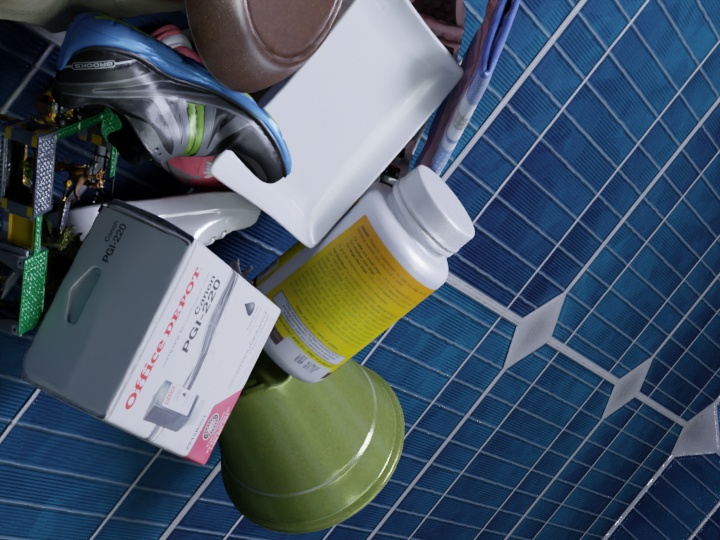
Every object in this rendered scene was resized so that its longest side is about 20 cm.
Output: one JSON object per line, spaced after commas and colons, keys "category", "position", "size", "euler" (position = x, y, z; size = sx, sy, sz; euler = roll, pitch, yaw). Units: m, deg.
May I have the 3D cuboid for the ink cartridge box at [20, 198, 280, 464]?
{"category": "ink cartridge box", "position": [-0.152, 0.052, 1.189], "size": [0.147, 0.084, 0.200], "euler": [-64, 157, -8]}

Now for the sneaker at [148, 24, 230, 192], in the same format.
{"category": "sneaker", "position": [-0.124, -0.105, 1.252], "size": [0.074, 0.087, 0.201], "euler": [-43, 153, -9]}

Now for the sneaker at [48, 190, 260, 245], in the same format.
{"category": "sneaker", "position": [-0.163, -0.018, 1.292], "size": [0.198, 0.072, 0.086], "euler": [-11, 92, -40]}

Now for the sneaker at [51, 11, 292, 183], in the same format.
{"category": "sneaker", "position": [-0.130, -0.107, 1.093], "size": [0.199, 0.071, 0.083], "euler": [26, 96, -40]}

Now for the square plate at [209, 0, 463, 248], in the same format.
{"category": "square plate", "position": [-0.018, -0.126, 1.251], "size": [0.198, 0.028, 0.200], "euler": [-48, 152, 2]}

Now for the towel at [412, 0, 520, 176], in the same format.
{"category": "towel", "position": [0.093, -0.164, 1.381], "size": [0.200, 0.024, 0.148], "euler": [117, -5, -57]}

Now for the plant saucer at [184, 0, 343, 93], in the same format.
{"category": "plant saucer", "position": [-0.052, -0.218, 1.065], "size": [0.200, 0.034, 0.203], "euler": [-42, 138, -53]}

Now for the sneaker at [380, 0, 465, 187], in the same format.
{"category": "sneaker", "position": [0.043, -0.170, 1.454], "size": [0.202, 0.074, 0.081], "euler": [-67, 173, 20]}

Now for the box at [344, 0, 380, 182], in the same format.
{"category": "box", "position": [-0.022, -0.157, 1.332], "size": [0.068, 0.083, 0.201], "euler": [-17, 145, -18]}

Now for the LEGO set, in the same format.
{"category": "LEGO set", "position": [-0.252, -0.055, 1.133], "size": [0.154, 0.115, 0.202], "euler": [-45, 147, -54]}

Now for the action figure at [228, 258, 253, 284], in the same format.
{"category": "action figure", "position": [-0.168, 0.040, 1.349], "size": [0.130, 0.069, 0.200], "euler": [-48, 176, 42]}

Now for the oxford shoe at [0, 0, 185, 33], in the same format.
{"category": "oxford shoe", "position": [-0.186, -0.200, 1.078], "size": [0.074, 0.071, 0.199], "euler": [-40, 158, 32]}

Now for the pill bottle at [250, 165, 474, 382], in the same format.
{"category": "pill bottle", "position": [0.000, 0.000, 1.375], "size": [0.199, 0.110, 0.109], "euler": [-39, 156, 17]}

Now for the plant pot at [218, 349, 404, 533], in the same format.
{"category": "plant pot", "position": [-0.078, 0.120, 1.537], "size": [0.200, 0.200, 0.191], "euler": [-42, 139, -13]}

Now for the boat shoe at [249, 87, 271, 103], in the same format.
{"category": "boat shoe", "position": [-0.071, -0.227, 1.206], "size": [0.073, 0.063, 0.203], "euler": [-8, 134, -25]}
